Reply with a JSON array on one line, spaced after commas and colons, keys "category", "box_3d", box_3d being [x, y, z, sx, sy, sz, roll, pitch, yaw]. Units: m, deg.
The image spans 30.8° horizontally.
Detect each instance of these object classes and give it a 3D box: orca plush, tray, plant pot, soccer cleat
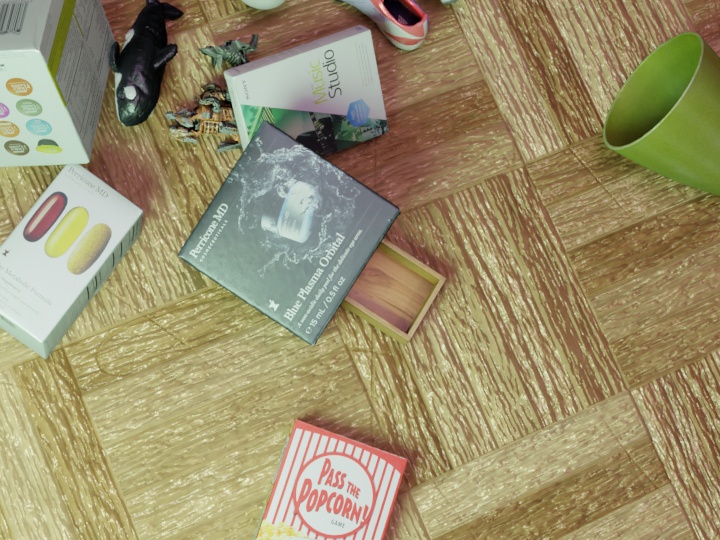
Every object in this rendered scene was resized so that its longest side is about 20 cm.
[{"category": "orca plush", "box_3d": [-0.254, -0.272, 1.666, 0.071, 0.106, 0.201, -6, 43, 24]}, {"category": "tray", "box_3d": [0.000, 0.000, 1.688, 0.199, 0.037, 0.099, 33, 72, -3]}, {"category": "plant pot", "box_3d": [0.465, -0.187, 1.769, 0.199, 0.187, 0.188, 34, 72, -17]}, {"category": "soccer cleat", "box_3d": [0.011, -0.379, 1.762, 0.200, 0.073, 0.068, 39, 73, 1]}]

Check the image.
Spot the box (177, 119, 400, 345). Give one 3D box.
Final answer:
[{"category": "box", "box_3d": [-0.086, -0.044, 1.596, 0.199, 0.117, 0.197, 33, 90, -1]}]

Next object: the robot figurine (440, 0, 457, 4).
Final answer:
[{"category": "robot figurine", "box_3d": [0.117, -0.470, 1.785, 0.169, 0.112, 0.202, 14, 70, -47]}]

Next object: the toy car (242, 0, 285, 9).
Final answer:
[{"category": "toy car", "box_3d": [-0.128, -0.459, 1.722, 0.199, 0.176, 0.150, 35, 33, 11]}]

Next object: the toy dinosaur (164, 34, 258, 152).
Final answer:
[{"category": "toy dinosaur", "box_3d": [-0.157, -0.230, 1.696, 0.199, 0.102, 0.137, -23, 104, -30]}]

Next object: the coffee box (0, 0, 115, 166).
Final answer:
[{"category": "coffee box", "box_3d": [-0.420, -0.258, 1.534, 0.198, 0.198, 0.201, -1, 56, 7]}]

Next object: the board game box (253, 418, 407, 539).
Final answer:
[{"category": "board game box", "box_3d": [-0.044, 0.302, 1.598, 0.150, 0.046, 0.201, 19, 73, -6]}]

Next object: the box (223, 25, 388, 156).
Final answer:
[{"category": "box", "box_3d": [-0.066, -0.216, 1.681, 0.199, 0.036, 0.145, -22, 118, -19]}]

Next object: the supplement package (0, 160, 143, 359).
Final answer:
[{"category": "supplement package", "box_3d": [-0.365, -0.013, 1.577, 0.113, 0.110, 0.201, 35, 72, -2]}]
